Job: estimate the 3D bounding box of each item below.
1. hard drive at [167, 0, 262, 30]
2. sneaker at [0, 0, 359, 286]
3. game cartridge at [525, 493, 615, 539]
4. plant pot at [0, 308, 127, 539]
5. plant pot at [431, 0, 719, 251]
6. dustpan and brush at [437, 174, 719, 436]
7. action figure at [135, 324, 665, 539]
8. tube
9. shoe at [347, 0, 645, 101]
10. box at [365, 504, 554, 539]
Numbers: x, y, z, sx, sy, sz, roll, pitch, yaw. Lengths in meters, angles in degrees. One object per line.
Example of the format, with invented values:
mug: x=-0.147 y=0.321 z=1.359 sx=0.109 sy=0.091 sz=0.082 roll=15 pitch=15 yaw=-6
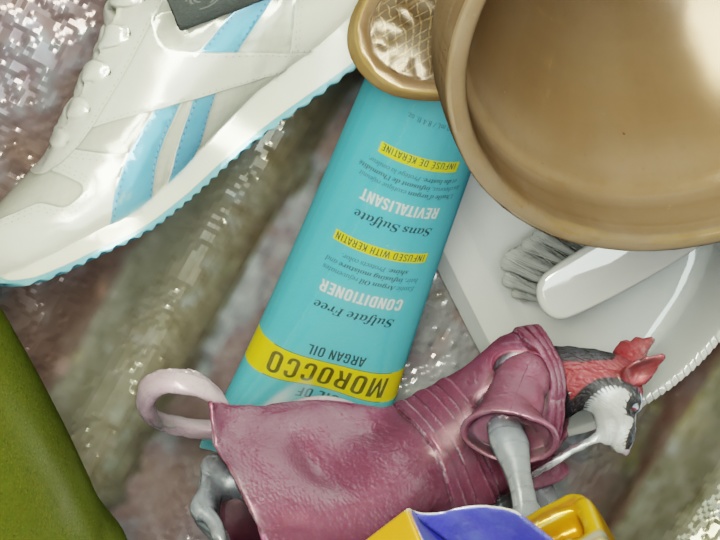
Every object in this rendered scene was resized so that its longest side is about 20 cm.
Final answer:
hard drive: x=0.011 y=-0.161 z=0.879 sx=0.199 sy=0.033 sz=0.140 roll=-20 pitch=155 yaw=0
sneaker: x=-0.079 y=-0.071 z=0.984 sx=0.200 sy=0.077 sz=0.081 roll=-40 pitch=103 yaw=-2
game cartridge: x=0.048 y=0.188 z=0.990 sx=0.175 sy=0.033 sz=0.200 roll=-28 pitch=135 yaw=5
plant pot: x=-0.191 y=0.084 z=0.963 sx=0.200 sy=0.201 sz=0.193 roll=-36 pitch=123 yaw=4
plant pot: x=0.115 y=-0.109 z=0.882 sx=0.199 sy=0.093 sz=0.202 roll=-10 pitch=136 yaw=-10
dustpan and brush: x=0.133 y=-0.022 z=1.037 sx=0.199 sy=0.057 sz=0.140 roll=-28 pitch=110 yaw=0
action figure: x=0.031 y=0.072 z=1.023 sx=0.199 sy=0.134 sz=0.149 roll=-31 pitch=73 yaw=-8
tube: x=0.000 y=0.000 z=1.027 sx=0.077 sy=0.051 sz=0.201 roll=17 pitch=119 yaw=-8
shoe: x=0.081 y=-0.114 z=0.976 sx=0.199 sy=0.053 sz=0.070 roll=-27 pitch=81 yaw=-18
box: x=-0.001 y=0.165 z=0.904 sx=0.200 sy=0.042 sz=0.119 roll=-38 pitch=131 yaw=17
